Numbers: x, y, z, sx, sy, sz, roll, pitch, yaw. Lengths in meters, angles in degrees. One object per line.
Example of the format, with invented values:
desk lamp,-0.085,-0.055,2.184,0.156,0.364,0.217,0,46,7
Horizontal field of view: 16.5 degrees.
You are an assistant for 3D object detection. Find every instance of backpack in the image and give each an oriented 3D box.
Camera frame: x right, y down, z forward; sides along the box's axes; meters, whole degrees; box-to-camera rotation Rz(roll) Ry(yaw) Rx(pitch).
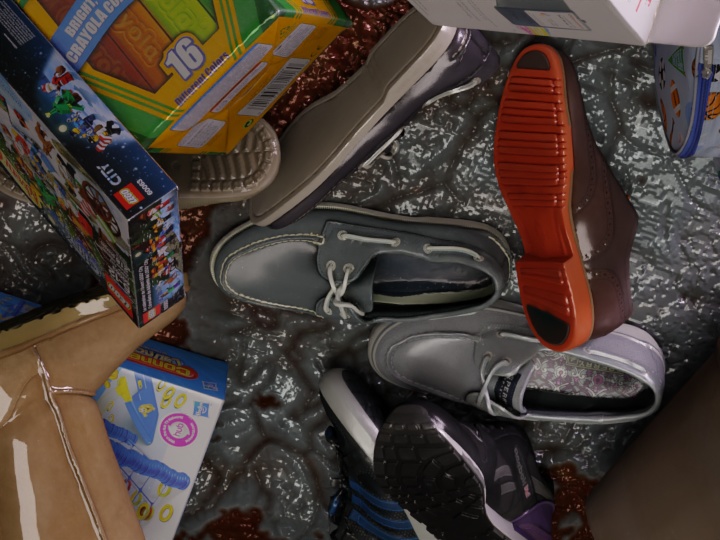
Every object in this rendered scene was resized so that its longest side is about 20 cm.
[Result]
backpack,0.256,-0.126,1.509,0.154,0.200,0.191,-2,120,6

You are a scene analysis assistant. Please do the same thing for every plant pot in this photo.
plant pot,0.249,0.150,1.615,0.173,0.200,0.200,-36,109,15

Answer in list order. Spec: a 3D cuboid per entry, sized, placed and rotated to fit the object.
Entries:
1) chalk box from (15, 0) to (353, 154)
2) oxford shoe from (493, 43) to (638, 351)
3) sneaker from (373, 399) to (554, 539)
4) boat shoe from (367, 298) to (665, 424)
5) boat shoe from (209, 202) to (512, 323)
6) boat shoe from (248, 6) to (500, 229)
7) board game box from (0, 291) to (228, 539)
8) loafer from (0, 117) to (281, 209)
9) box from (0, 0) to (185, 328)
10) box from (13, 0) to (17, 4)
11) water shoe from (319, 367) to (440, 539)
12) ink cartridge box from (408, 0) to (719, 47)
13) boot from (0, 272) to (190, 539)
chalk box,-0.127,-0.182,1.492,0.125,0.124,0.200,-45,77,17
oxford shoe,0.137,-0.052,1.612,0.073,0.071,0.200,-16,108,-33
sneaker,0.071,0.127,1.646,0.076,0.088,0.200,-2,145,28
boat shoe,0.105,0.064,1.646,0.201,0.072,0.070,5,114,-1
boat shoe,0.000,0.000,1.624,0.200,0.062,0.073,0,114,0
boat shoe,0.008,-0.087,1.582,0.063,0.073,0.200,30,120,-31
board game box,-0.213,0.129,1.684,0.196,0.056,0.200,18,112,-8
loafer,-0.144,-0.067,1.590,0.200,0.068,0.076,5,79,14
box,-0.181,-0.074,1.489,0.038,0.137,0.200,-35,68,-19
box,-0.326,-0.163,1.575,0.200,0.021,0.164,22,112,-9
water shoe,0.008,0.161,1.688,0.079,0.072,0.200,-27,111,9
ink cartridge box,0.125,-0.200,1.451,0.067,0.200,0.117,40,66,-49
boot,-0.166,0.116,1.593,0.175,0.066,0.200,-20,99,-20
